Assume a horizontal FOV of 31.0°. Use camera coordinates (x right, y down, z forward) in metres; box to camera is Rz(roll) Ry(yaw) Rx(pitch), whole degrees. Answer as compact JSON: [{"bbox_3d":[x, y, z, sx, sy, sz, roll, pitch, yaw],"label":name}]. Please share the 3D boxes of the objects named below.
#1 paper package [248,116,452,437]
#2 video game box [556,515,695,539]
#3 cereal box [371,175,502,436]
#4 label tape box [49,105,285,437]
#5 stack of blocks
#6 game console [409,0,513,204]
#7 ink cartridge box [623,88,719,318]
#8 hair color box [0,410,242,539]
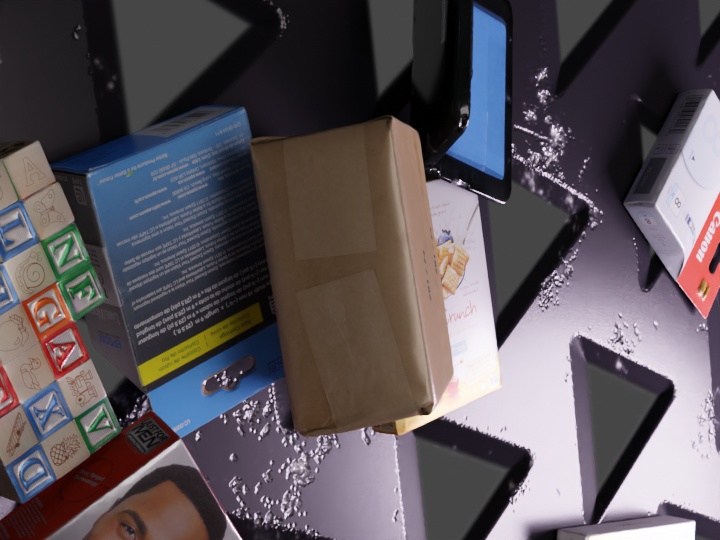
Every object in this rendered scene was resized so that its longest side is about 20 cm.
[{"bbox_3d":[0.000,0.000,0.944,0.191,0.102,0.204,-16,96,-81],"label":"paper package"},{"bbox_3d":[0.272,0.354,1.341,0.198,0.046,0.186,5,91,-44],"label":"video game box"},{"bbox_3d":[0.055,0.024,1.121,0.143,0.039,0.203,-19,105,-42],"label":"cereal box"},{"bbox_3d":[-0.129,0.000,0.930,0.143,0.063,0.203,-28,115,-39],"label":"label tape box"},{"bbox_3d":[-0.228,0.032,0.843,0.115,0.058,0.203,-35,115,-37],"label":"stack of blocks"},{"bbox_3d":[0.103,-0.180,1.085,0.114,0.176,0.204,5,75,-13],"label":"game console"},{"bbox_3d":[0.377,-0.069,1.414,0.200,0.047,0.161,47,61,-32],"label":"ink cartridge box"},{"bbox_3d":[-0.186,0.196,0.854,0.199,0.061,0.102,-37,117,-17],"label":"hair color box"}]
